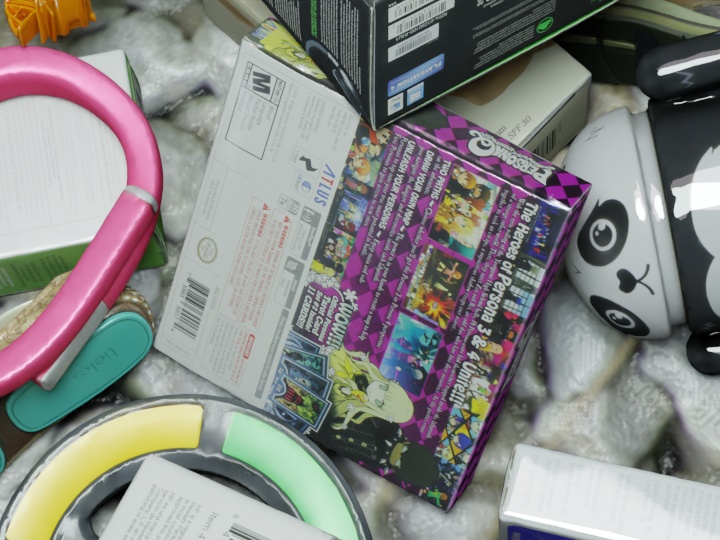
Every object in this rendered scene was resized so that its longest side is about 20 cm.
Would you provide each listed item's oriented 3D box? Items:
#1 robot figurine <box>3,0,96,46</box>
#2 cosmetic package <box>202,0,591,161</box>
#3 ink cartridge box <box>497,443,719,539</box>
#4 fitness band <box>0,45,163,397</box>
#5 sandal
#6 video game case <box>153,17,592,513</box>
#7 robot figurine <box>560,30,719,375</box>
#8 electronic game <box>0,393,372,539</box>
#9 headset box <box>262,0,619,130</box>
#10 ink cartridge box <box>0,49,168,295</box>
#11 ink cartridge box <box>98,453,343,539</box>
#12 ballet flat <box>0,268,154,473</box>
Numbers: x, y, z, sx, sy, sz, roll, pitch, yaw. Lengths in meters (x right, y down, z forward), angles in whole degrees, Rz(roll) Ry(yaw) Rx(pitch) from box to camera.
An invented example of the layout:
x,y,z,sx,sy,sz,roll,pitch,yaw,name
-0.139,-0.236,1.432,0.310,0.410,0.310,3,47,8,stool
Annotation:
x,y,z,sx,sy,sz,roll,pitch,yaw,name
-0.200,-0.220,1.235,0.058,0.145,0.200,-28,68,-19,robot figurine
0.017,-0.120,1.283,0.200,0.071,0.105,41,78,15,cosmetic package
0.163,0.137,1.125,0.199,0.198,0.044,15,76,7,ink cartridge box
-0.187,-0.021,1.217,0.143,0.037,0.200,29,74,13,fitness band
0.172,-0.126,1.277,0.200,0.080,0.058,20,60,10,sandal
0.000,0.000,1.191,0.181,0.201,0.036,28,37,13,video game case
0.196,-0.034,1.211,0.199,0.125,0.151,-11,74,7,robot figurine
-0.090,0.160,1.210,0.199,0.042,0.201,-1,73,3,electronic game
0.019,-0.194,1.150,0.174,0.093,0.200,-30,60,-19,headset box
-0.209,-0.042,1.276,0.199,0.059,0.104,-11,71,0,ink cartridge box
-0.034,0.190,1.041,0.199,0.084,0.146,23,69,20,ink cartridge box
-0.197,0.069,1.247,0.200,0.071,0.065,-34,46,-11,ballet flat
